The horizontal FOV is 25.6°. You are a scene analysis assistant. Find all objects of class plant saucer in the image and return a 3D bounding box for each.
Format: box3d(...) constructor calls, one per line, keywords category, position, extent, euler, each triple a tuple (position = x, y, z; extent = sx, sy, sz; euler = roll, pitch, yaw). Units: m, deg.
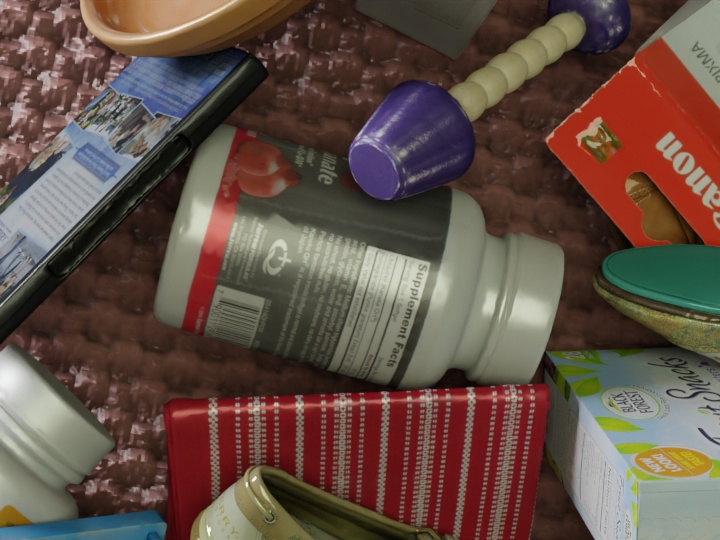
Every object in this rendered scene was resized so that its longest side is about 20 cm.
box3d(category="plant saucer", position=(-0.058, -0.183, 0.835), extent=(0.200, 0.200, 0.037), euler=(-47, 128, -6))

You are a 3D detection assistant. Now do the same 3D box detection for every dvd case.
box3d(category="dvd case", position=(-0.144, -0.048, 0.829), extent=(0.200, 0.143, 0.018), euler=(-46, 117, -7))

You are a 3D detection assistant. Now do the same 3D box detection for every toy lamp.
box3d(category="toy lamp", position=(0.069, -0.097, 0.826), extent=(0.058, 0.058, 0.200), euler=(51, 54, 0))

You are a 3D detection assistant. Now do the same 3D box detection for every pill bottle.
box3d(category="pill bottle", position=(0.000, 0.000, 0.843), extent=(0.200, 0.111, 0.111), euler=(16, 85, -4))
box3d(category="pill bottle", position=(-0.224, 0.135, 0.821), extent=(0.109, 0.109, 0.200), euler=(45, 84, -1))

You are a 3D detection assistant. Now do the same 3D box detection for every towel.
box3d(category="towel", position=(-0.005, 0.115, 0.845), extent=(0.200, 0.022, 0.145), euler=(-2, 131, -5))

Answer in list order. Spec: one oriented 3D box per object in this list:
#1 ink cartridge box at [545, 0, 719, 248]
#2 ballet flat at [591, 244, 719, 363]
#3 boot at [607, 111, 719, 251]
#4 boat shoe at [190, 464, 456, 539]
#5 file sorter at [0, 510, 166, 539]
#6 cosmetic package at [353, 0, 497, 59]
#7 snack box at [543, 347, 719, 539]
box3d(category="ink cartridge box", position=(0.227, -0.079, 0.847), extent=(0.200, 0.057, 0.163), euler=(-44, 100, -6))
box3d(category="ballet flat", position=(0.223, 0.023, 0.837), extent=(0.200, 0.071, 0.071), euler=(-2, 86, 5))
box3d(category="boot", position=(0.185, -0.106, 0.903), extent=(0.155, 0.077, 0.200), euler=(-24, 96, -3))
box3d(category="boat shoe", position=(0.012, 0.155, 0.820), extent=(0.201, 0.073, 0.063), euler=(27, 125, -23))
box3d(category="file sorter", position=(-0.170, 0.212, 0.749), extent=(0.200, 0.123, 0.139), euler=(0, 116, -38))
box3d(category="cosmetic package", position=(0.053, -0.185, 0.823), extent=(0.074, 0.200, 0.102), euler=(26, 84, -3))
box3d(category="snack box", position=(0.194, 0.096, 0.815), extent=(0.169, 0.200, 0.068), euler=(-1, 103, -5))
